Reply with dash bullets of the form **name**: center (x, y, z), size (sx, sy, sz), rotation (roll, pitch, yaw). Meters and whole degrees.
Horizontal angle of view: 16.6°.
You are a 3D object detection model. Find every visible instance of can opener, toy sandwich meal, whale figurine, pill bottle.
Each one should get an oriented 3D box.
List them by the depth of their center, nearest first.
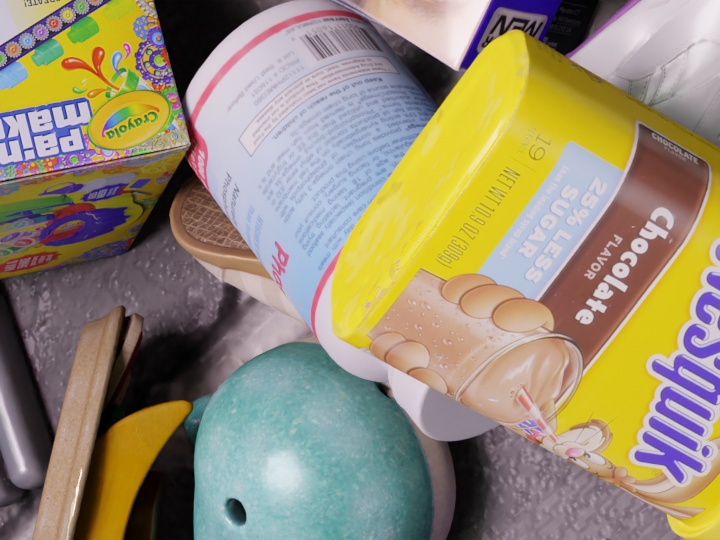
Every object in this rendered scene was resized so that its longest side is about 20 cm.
- **pill bottle**: center (0.008, -0.022, 1.112), size (0.109, 0.109, 0.200), rotation (-51, 55, 21)
- **whale figurine**: center (-0.043, 0.126, 1.183), size (0.159, 0.104, 0.200), rotation (49, 126, 19)
- **toy sandwich meal**: center (-0.122, 0.119, 1.222), size (0.070, 0.205, 0.206), rotation (13, 98, -5)
- **can opener**: center (-0.221, 0.030, 1.331), size (0.052, 0.066, 0.201), rotation (-27, 80, 28)

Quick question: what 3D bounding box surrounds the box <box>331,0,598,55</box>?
- **box**: center (0.050, -0.209, 1.131), size (0.148, 0.107, 0.201), rotation (30, 106, 29)

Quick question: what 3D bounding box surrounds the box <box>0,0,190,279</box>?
- **box**: center (-0.179, -0.111, 1.209), size (0.200, 0.121, 0.194), rotation (136, 120, -71)

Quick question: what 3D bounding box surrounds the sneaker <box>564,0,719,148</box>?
- **sneaker**: center (0.137, -0.073, 1.034), size (0.200, 0.075, 0.100), rotation (-39, 88, 12)

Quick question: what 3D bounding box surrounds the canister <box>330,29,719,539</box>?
- **canister**: center (0.106, 0.011, 0.979), size (0.199, 0.087, 0.149), rotation (28, 116, -17)

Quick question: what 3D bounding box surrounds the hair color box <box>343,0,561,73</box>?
- **hair color box**: center (0.057, -0.193, 1.027), size (0.109, 0.065, 0.201), rotation (33, 108, 27)

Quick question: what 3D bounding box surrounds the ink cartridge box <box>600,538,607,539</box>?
- **ink cartridge box**: center (0.125, 0.259, 1.116), size (0.198, 0.043, 0.201), rotation (37, 107, 28)

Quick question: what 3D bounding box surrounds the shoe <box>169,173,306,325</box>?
- **shoe**: center (0.000, 0.000, 1.199), size (0.199, 0.053, 0.070), rotation (21, 71, 27)
